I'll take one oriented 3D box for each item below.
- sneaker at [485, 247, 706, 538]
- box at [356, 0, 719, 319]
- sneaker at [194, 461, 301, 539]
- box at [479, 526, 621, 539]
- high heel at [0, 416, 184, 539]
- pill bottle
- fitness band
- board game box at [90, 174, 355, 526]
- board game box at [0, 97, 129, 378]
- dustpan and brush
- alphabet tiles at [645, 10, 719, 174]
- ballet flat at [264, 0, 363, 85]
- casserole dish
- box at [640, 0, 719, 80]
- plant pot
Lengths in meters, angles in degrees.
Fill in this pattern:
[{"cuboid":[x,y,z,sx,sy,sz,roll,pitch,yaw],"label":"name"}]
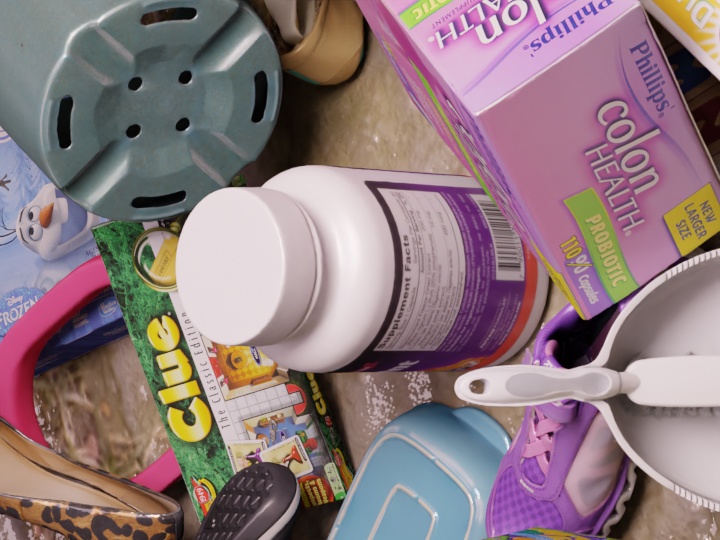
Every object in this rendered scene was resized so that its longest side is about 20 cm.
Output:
[{"cuboid":[0.114,0.071,1.410,0.080,0.088,0.200,44,115,33],"label":"sneaker"},{"cuboid":[0.079,-0.108,1.351,0.097,0.176,0.200,-35,49,-2],"label":"box"},{"cuboid":[-0.065,0.194,1.590,0.072,0.083,0.200,-86,21,-51],"label":"sneaker"},{"cuboid":[0.130,0.204,1.290,0.192,0.200,0.122,6,93,26],"label":"box"},{"cuboid":[-0.198,0.112,1.640,0.142,0.071,0.200,-29,106,43],"label":"high heel"},{"cuboid":[0.000,0.000,1.447,0.111,0.200,0.112,-2,87,43],"label":"pill bottle"},{"cuboid":[-0.152,0.071,1.666,0.200,0.037,0.144,-39,86,35],"label":"fitness band"},{"cuboid":[-0.081,0.052,1.588,0.105,0.023,0.200,-18,95,30],"label":"board game box"},{"cuboid":[-0.224,-0.035,1.765,0.200,0.043,0.199,-24,73,39],"label":"board game box"},{"cuboid":[0.141,0.056,1.320,0.057,0.199,0.140,153,115,-82],"label":"dustpan and brush"},{"cuboid":[0.170,-0.123,1.424,0.167,0.008,0.200,-32,67,38],"label":"alphabet tiles"},{"cuboid":[-0.032,-0.210,1.577,0.069,0.063,0.201,-11,81,42],"label":"ballet flat"},{"cuboid":[0.026,0.170,1.530,0.121,0.039,0.200,38,115,37],"label":"casserole dish"},{"cuboid":[0.193,-0.167,1.325,0.200,0.112,0.101,48,115,29],"label":"box"},{"cuboid":[-0.149,-0.138,1.560,0.196,0.200,0.201,51,122,50],"label":"plant pot"}]
